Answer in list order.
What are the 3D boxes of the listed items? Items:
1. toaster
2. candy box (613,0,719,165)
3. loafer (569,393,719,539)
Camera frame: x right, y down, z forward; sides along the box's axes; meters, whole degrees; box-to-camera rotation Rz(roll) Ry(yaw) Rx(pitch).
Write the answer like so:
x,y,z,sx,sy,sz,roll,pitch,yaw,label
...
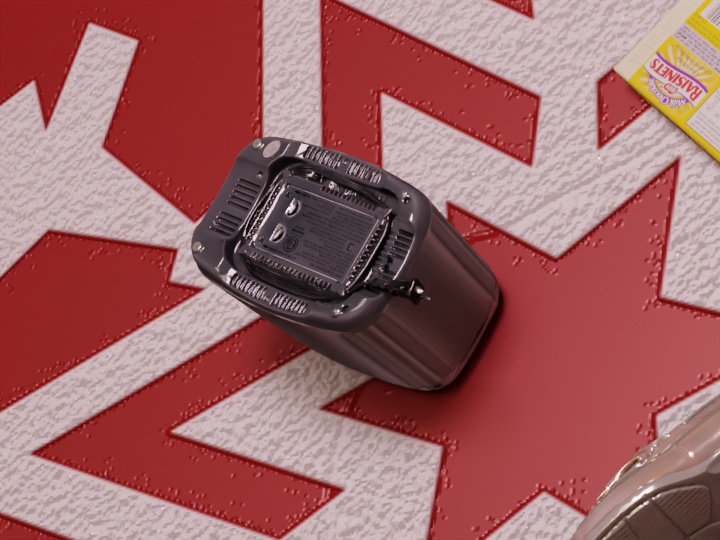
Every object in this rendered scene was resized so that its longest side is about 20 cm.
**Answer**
x,y,z,sx,sy,sz,roll,pitch,yaw,label
0.000,0.000,1.794,0.200,0.129,0.114,20,77,39,toaster
0.254,-0.108,1.759,0.102,0.026,0.200,-47,49,5,candy box
0.201,0.116,1.649,0.200,0.072,0.063,-36,34,2,loafer
